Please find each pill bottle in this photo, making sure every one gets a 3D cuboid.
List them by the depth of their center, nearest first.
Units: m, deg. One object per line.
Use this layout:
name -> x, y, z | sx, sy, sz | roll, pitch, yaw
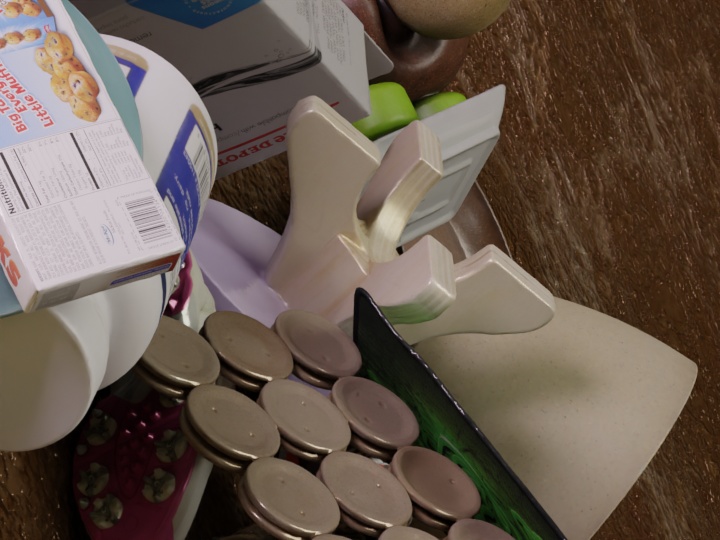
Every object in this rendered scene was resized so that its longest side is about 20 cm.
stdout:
pill bottle -> -0.142, -0.012, 1.381 | 0.120, 0.119, 0.200 | 59, 25, -24

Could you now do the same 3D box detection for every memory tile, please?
memory tile -> -0.014, 0.091, 1.429 | 0.153, 0.017, 0.200 | -2, 43, -48

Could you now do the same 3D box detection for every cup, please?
cup -> 0.082, 0.088, 1.782 | 0.143, 0.200, 0.200 | 40, 25, -3

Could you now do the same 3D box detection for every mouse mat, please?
mouse mat -> 0.054, 0.112, 1.502 | 0.200, 0.008, 0.161 | 50, -18, 21

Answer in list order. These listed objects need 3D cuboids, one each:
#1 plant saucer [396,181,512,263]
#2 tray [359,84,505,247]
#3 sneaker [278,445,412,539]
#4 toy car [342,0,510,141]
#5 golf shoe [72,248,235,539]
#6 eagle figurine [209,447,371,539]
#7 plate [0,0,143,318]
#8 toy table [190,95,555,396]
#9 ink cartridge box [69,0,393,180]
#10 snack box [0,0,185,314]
plant saucer -> 0.055, 0.004, 1.970 | 0.200, 0.034, 0.201 | 50, 27, -38
tray -> 0.026, -0.044, 1.801 | 0.022, 0.108, 0.200 | 39, 30, 15
sneaker -> 0.000, 0.132, 1.647 | 0.077, 0.082, 0.200 | 60, 23, -22
toy car -> 0.054, -0.183, 1.865 | 0.158, 0.200, 0.165 | 2, 59, -60
golf shoe -> -0.091, 0.077, 1.494 | 0.092, 0.075, 0.201 | 55, 26, -40
eagle figurine -> -0.038, 0.192, 1.429 | 0.150, 0.152, 0.200 | 10, 34, -25
plate -> -0.185, -0.070, 1.289 | 0.199, 0.026, 0.201 | 11, 57, -18
toy table -> 0.000, 0.000, 1.635 | 0.200, 0.117, 0.184 | 33, 24, -31
ink cartridge box -> -0.072, -0.119, 1.657 | 0.200, 0.116, 0.068 | 43, 33, -48
snack box -> -0.149, -0.079, 1.279 | 0.072, 0.024, 0.201 | -17, 69, -28
